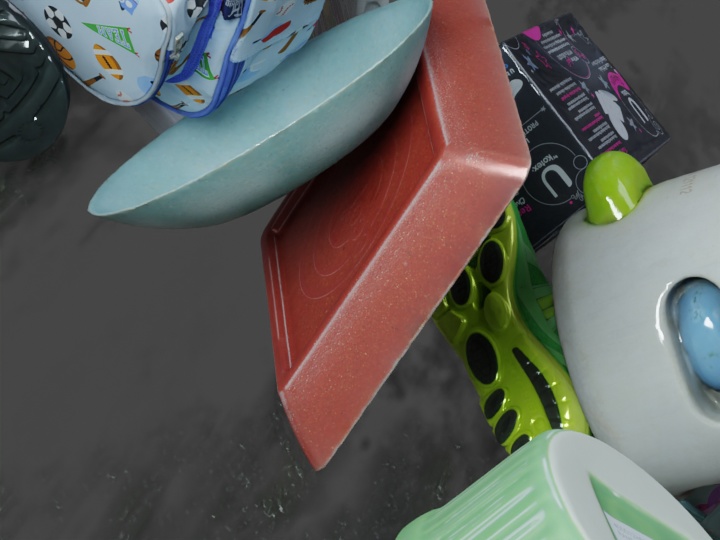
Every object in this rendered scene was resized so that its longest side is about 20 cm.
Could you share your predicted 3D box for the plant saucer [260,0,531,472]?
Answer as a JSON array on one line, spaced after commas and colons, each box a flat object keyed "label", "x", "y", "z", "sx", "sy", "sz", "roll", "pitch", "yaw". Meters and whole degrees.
[{"label": "plant saucer", "x": 0.007, "y": -0.030, "z": 1.456, "sx": 0.037, "sy": 0.200, "sz": 0.200, "roll": 25, "pitch": 26, "yaw": -19}]

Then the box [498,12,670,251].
[{"label": "box", "x": 0.101, "y": -0.073, "z": 1.835, "sx": 0.115, "sy": 0.132, "sz": 0.200, "roll": 52, "pitch": 19, "yaw": 3}]

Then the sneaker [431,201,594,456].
[{"label": "sneaker", "x": 0.092, "y": 0.037, "z": 1.698, "sx": 0.084, "sy": 0.074, "sz": 0.200, "roll": 28, "pitch": 38, "yaw": -54}]

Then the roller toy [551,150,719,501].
[{"label": "roller toy", "x": 0.206, "y": 0.035, "z": 1.663, "sx": 0.200, "sy": 0.140, "sz": 0.183, "roll": 49, "pitch": 30, "yaw": -46}]

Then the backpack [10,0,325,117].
[{"label": "backpack", "x": -0.098, "y": -0.167, "z": 1.440, "sx": 0.200, "sy": 0.154, "sz": 0.191, "roll": 49, "pitch": -20, "yaw": 17}]

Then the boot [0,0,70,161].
[{"label": "boot", "x": -0.218, "y": -0.157, "z": 1.394, "sx": 0.200, "sy": 0.076, "sz": 0.168, "roll": 34, "pitch": 25, "yaw": -17}]

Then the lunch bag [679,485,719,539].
[{"label": "lunch bag", "x": 0.236, "y": 0.106, "z": 1.856, "sx": 0.200, "sy": 0.077, "sz": 0.161, "roll": 27, "pitch": 26, "yaw": -45}]

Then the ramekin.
[{"label": "ramekin", "x": 0.119, "y": 0.174, "z": 1.425, "sx": 0.200, "sy": 0.098, "sz": 0.200, "roll": 41, "pitch": 19, "yaw": -18}]

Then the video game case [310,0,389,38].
[{"label": "video game case", "x": -0.008, "y": -0.172, "z": 1.762, "sx": 0.023, "sy": 0.183, "sz": 0.200, "roll": 1, "pitch": 33, "yaw": -10}]

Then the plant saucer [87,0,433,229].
[{"label": "plant saucer", "x": -0.041, "y": -0.068, "z": 1.431, "sx": 0.039, "sy": 0.201, "sz": 0.201, "roll": 58, "pitch": 16, "yaw": -14}]

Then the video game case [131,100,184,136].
[{"label": "video game case", "x": -0.110, "y": -0.191, "z": 1.578, "sx": 0.200, "sy": 0.022, "sz": 0.182, "roll": 46, "pitch": 59, "yaw": -26}]
